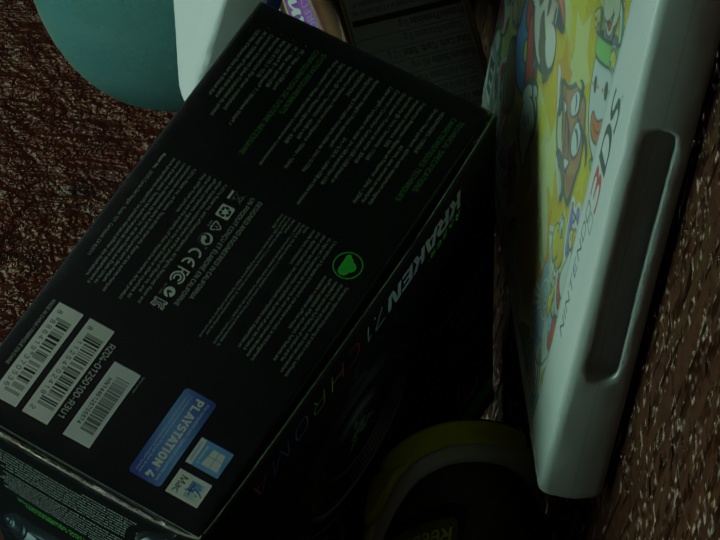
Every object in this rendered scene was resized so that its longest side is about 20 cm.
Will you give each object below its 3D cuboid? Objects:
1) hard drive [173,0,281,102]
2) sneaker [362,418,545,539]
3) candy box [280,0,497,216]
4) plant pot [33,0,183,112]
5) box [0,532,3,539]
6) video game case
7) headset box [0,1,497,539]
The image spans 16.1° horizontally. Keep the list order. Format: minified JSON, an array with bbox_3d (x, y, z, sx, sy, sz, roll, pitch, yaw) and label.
[{"bbox_3d":[-0.033,-0.160,0.825,0.200,0.025,0.133,116,153,-58],"label":"hard drive"},{"bbox_3d":[0.019,0.149,0.840,0.085,0.074,0.201,-99,15,-61],"label":"sneaker"},{"bbox_3d":[-0.009,-0.106,0.956,0.117,0.056,0.201,163,92,-68],"label":"candy box"},{"bbox_3d":[-0.052,-0.175,1.286,0.134,0.199,0.202,11,99,47],"label":"plant pot"},{"bbox_3d":[-0.070,0.136,1.066,0.107,0.198,0.153,-96,11,-55],"label":"box"},{"bbox_3d":[0.068,-0.065,0.773,0.201,0.023,0.183,-94,11,-51],"label":"video game case"},{"bbox_3d":[-0.035,0.046,0.849,0.175,0.092,0.200,-54,-19,-26],"label":"headset box"}]
